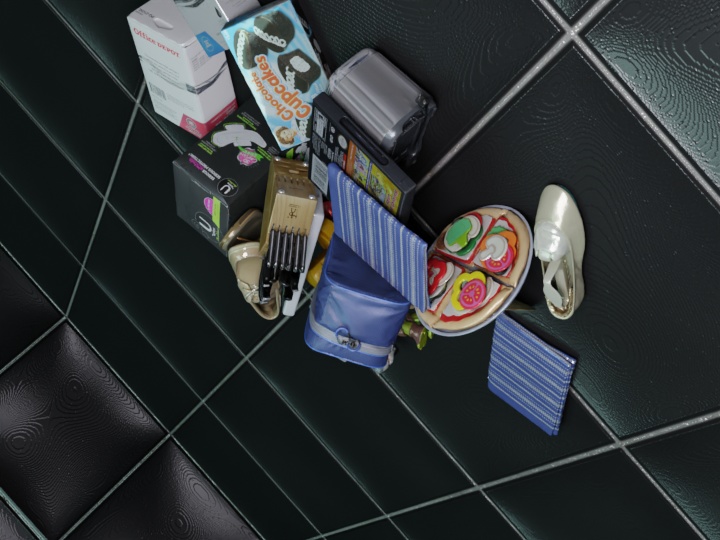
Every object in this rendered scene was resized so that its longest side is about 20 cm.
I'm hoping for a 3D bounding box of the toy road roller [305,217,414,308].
[{"bbox_3d":[0.000,0.000,1.684,0.201,0.146,0.123,49,172,-9],"label":"toy road roller"}]

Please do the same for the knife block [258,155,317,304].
[{"bbox_3d":[-0.117,-0.054,1.604,0.201,0.063,0.178,-104,28,-59],"label":"knife block"}]

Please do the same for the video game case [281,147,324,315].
[{"bbox_3d":[-0.095,-0.062,1.702,0.023,0.183,0.202,10,127,-13],"label":"video game case"}]

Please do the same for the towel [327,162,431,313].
[{"bbox_3d":[0.026,-0.046,1.434,0.200,0.024,0.146,42,155,31],"label":"towel"}]

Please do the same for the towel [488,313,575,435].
[{"bbox_3d":[0.264,0.162,1.665,0.144,0.024,0.202,35,148,26],"label":"towel"}]

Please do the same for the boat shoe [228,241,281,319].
[{"bbox_3d":[-0.160,0.017,1.684,0.201,0.071,0.066,76,-176,-65],"label":"boat shoe"}]

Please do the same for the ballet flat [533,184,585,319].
[{"bbox_3d":[0.260,-0.017,1.402,0.069,0.069,0.202,22,142,39],"label":"ballet flat"}]

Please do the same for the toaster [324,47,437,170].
[{"bbox_3d":[0.019,-0.208,1.451,0.129,0.113,0.201,44,156,11],"label":"toaster"}]

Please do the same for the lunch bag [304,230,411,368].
[{"bbox_3d":[-0.003,0.050,1.529,0.133,0.201,0.134,17,120,-3],"label":"lunch bag"}]

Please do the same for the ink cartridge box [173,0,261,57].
[{"bbox_3d":[-0.233,-0.428,1.578,0.115,0.067,0.202,-2,125,56],"label":"ink cartridge box"}]

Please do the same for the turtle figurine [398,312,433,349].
[{"bbox_3d":[0.046,0.077,1.789,0.158,0.199,0.066,13,101,19],"label":"turtle figurine"}]

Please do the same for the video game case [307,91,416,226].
[{"bbox_3d":[-0.003,-0.122,1.446,0.181,0.025,0.201,47,159,16],"label":"video game case"}]

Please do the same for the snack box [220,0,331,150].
[{"bbox_3d":[-0.106,-0.285,1.547,0.114,0.037,0.202,-18,118,18],"label":"snack box"}]

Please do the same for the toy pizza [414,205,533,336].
[{"bbox_3d":[0.145,-0.006,1.443,0.032,0.203,0.198,37,162,-36],"label":"toy pizza"}]

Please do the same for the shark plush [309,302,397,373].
[{"bbox_3d":[-0.014,0.104,1.929,0.199,0.083,0.091,39,152,16],"label":"shark plush"}]

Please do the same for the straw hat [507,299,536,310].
[{"bbox_3d":[0.159,0.012,1.550,0.199,0.198,0.087,0,87,54],"label":"straw hat"}]

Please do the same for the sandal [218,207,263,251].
[{"bbox_3d":[-0.161,-0.049,1.706,0.054,0.081,0.200,38,-175,17],"label":"sandal"}]

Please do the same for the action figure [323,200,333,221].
[{"bbox_3d":[-0.026,-0.046,1.769,0.202,0.065,0.052,56,165,-6],"label":"action figure"}]

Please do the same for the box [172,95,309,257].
[{"bbox_3d":[-0.191,-0.154,1.725,0.124,0.200,0.149,38,151,16],"label":"box"}]

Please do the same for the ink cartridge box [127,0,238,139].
[{"bbox_3d":[-0.290,-0.334,1.761,0.144,0.084,0.202,31,149,29],"label":"ink cartridge box"}]
